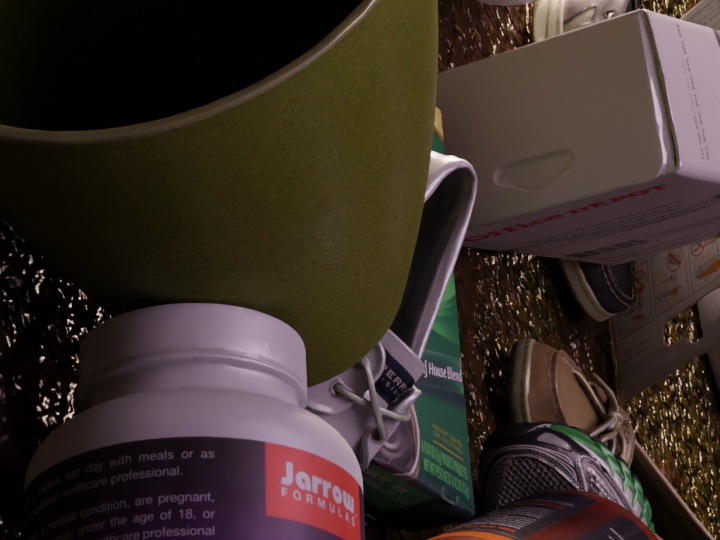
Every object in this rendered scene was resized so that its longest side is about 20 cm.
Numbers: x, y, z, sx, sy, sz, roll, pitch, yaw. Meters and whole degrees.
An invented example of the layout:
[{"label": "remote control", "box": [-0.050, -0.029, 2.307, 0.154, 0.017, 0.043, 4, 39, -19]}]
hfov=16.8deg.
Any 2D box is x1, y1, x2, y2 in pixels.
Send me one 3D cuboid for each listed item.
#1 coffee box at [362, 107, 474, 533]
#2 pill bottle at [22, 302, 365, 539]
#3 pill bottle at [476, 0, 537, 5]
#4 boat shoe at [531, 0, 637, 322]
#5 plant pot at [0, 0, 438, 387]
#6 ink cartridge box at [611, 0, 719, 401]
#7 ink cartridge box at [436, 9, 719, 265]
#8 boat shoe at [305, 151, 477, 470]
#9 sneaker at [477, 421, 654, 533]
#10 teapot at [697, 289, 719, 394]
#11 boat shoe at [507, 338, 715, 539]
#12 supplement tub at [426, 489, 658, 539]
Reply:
[{"label": "coffee box", "box": [0.000, 0.000, 1.051, 0.123, 0.044, 0.201, 37, 44, -55]}, {"label": "pill bottle", "box": [-0.052, 0.117, 0.775, 0.112, 0.112, 0.201, 40, 42, -54]}, {"label": "pill bottle", "box": [0.087, -0.204, 1.288, 0.111, 0.110, 0.200, 71, 24, -11]}, {"label": "boat shoe", "box": [0.139, -0.073, 1.386, 0.072, 0.066, 0.202, 34, 46, -58]}, {"label": "plant pot", "box": [-0.050, -0.051, 0.834, 0.200, 0.186, 0.188, 72, 18, -50]}, {"label": "ink cartridge box", "box": [0.197, -0.043, 1.392, 0.050, 0.161, 0.201, 5, 65, -27]}, {"label": "ink cartridge box", "box": [0.133, -0.062, 1.230, 0.200, 0.145, 0.084, 6, 72, -57]}, {"label": "boat shoe", "box": [-0.009, 0.034, 0.923, 0.074, 0.067, 0.201, 45, 54, -50]}, {"label": "sneaker", "box": [0.104, 0.164, 1.150, 0.201, 0.078, 0.085, 71, 24, -13]}, {"label": "teapot", "box": [0.320, 0.034, 1.637, 0.200, 0.146, 0.198, 60, 28, -34]}, {"label": "boat shoe", "box": [0.135, 0.108, 1.272, 0.201, 0.063, 0.073, 60, 27, -32]}, {"label": "supplement tub", "box": [0.060, 0.155, 1.019, 0.200, 0.107, 0.107, -7, 83, -67]}]
